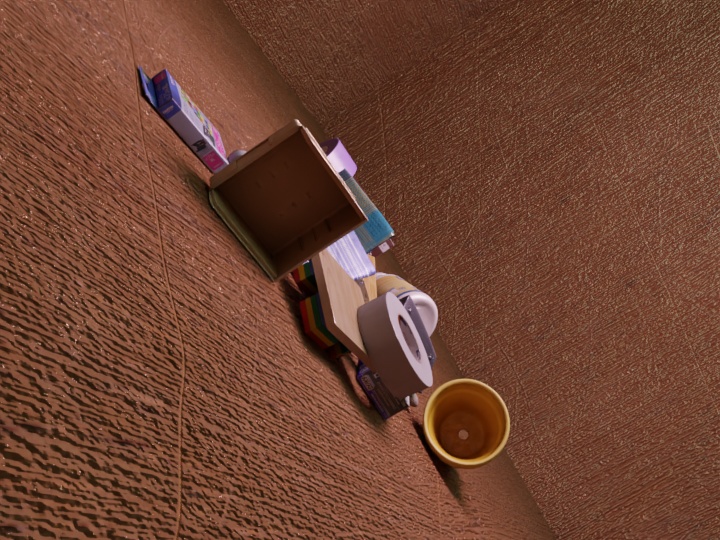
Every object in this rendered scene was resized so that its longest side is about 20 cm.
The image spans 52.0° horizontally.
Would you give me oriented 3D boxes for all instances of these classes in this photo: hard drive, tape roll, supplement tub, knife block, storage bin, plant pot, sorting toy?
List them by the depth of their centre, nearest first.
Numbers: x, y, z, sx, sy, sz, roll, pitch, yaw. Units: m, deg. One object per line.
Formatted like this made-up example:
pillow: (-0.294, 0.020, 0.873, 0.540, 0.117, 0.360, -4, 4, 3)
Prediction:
storage bin: (-0.128, -0.123, 1.283, 0.199, 0.200, 0.094, 53, 7, -30)
sorting toy: (-0.050, 0.078, 1.395, 0.199, 0.069, 0.201, 49, 20, -49)
tape roll: (0.068, 0.145, 1.439, 0.201, 0.066, 0.200, 59, 13, -23)
knife block: (0.000, 0.000, 1.705, 0.176, 0.064, 0.201, -77, 157, -47)
hard drive: (0.113, 0.171, 1.707, 0.201, 0.042, 0.135, 65, 36, -31)
plant pot: (0.249, 0.379, 1.774, 0.201, 0.200, 0.189, 60, -6, 21)
supplement tub: (0.085, 0.094, 1.845, 0.145, 0.145, 0.200, 53, -10, -32)
tape roll: (-0.114, -0.240, 1.855, 0.085, 0.200, 0.200, 55, 8, -21)

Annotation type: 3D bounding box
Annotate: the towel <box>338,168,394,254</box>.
towel: (-0.035, -0.116, 1.645, 0.200, 0.146, 0.022, 53, -12, 17)

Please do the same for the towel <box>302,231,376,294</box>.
towel: (-0.071, -0.031, 1.541, 0.199, 0.024, 0.145, -15, 68, -40)

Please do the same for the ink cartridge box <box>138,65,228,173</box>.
ink cartridge box: (-0.316, -0.278, 1.328, 0.200, 0.042, 0.120, 49, 11, -43)

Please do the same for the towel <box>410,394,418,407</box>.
towel: (0.067, 0.227, 1.759, 0.200, 0.034, 0.133, 61, 10, 32)

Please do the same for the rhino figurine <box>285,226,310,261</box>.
rhino figurine: (-0.160, -0.084, 1.403, 0.200, 0.087, 0.060, 49, 48, -39)

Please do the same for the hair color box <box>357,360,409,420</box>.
hair color box: (0.049, 0.222, 1.553, 0.110, 0.065, 0.200, 57, 6, -6)

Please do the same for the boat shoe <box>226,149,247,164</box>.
boat shoe: (-0.212, -0.180, 1.456, 0.086, 0.074, 0.202, 61, 4, 37)

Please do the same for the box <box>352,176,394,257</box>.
box: (-0.030, -0.127, 2.069, 0.166, 0.164, 0.200, 55, 8, -27)
